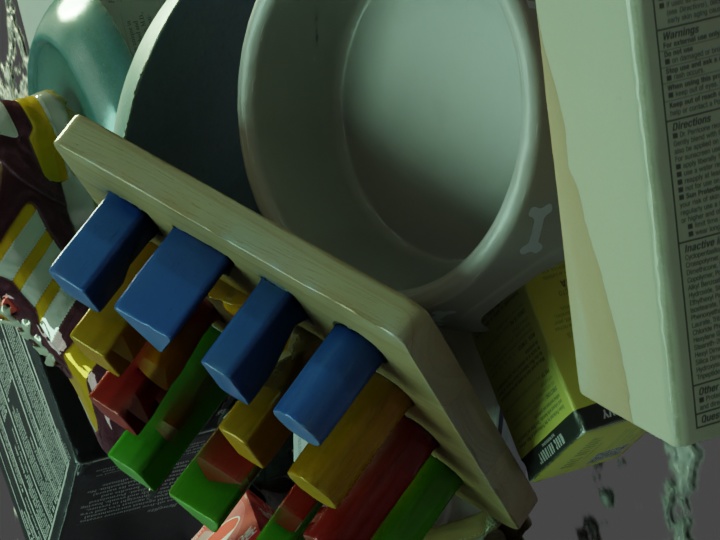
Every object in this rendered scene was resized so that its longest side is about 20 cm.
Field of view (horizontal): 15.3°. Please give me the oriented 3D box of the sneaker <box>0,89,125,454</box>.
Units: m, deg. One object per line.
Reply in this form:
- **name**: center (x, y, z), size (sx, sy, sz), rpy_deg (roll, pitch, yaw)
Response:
- **sneaker**: center (-0.168, 0.011, 1.368), size (0.075, 0.090, 0.201), rpy_deg (127, 125, -67)

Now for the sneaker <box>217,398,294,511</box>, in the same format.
- **sneaker**: center (-0.034, 0.080, 1.466), size (0.201, 0.087, 0.076), rpy_deg (97, 150, -44)

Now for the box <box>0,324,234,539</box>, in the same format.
- **box**: center (-0.175, 0.069, 1.767), size (0.199, 0.123, 0.201), rpy_deg (116, 137, -58)

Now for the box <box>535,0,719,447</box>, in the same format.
- **box**: center (0.125, -0.049, 0.976), size (0.078, 0.094, 0.201), rpy_deg (-151, 51, -62)

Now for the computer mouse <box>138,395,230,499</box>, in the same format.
- **computer mouse**: center (-0.068, 0.023, 1.443), size (0.046, 0.200, 0.141), rpy_deg (33, 121, 2)

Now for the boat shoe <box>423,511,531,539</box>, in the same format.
- **boat shoe**: center (0.058, 0.143, 1.259), size (0.199, 0.072, 0.077), rpy_deg (21, 103, 29)

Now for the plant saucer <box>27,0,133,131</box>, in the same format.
- **plant saucer**: center (-0.138, -0.050, 1.415), size (0.200, 0.027, 0.201), rpy_deg (164, 90, -71)

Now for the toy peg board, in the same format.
- **toy peg board**: center (-0.048, 0.056, 1.179), size (0.199, 0.098, 0.199), rpy_deg (29, 165, 29)

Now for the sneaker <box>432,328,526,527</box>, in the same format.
- **sneaker**: center (0.041, 0.058, 1.287), size (0.073, 0.070, 0.201), rpy_deg (44, 143, 53)

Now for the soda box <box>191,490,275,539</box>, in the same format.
- **soda box**: center (-0.050, 0.170, 1.381), size (0.070, 0.063, 0.200), rpy_deg (41, -179, -9)

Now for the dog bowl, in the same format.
- **dog bowl**: center (0.026, -0.071, 1.143), size (0.199, 0.058, 0.202), rpy_deg (5, 98, 43)

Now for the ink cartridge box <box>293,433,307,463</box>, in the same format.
- **ink cartridge box**: center (0.000, 0.000, 1.322), size (0.094, 0.044, 0.201), rpy_deg (-60, -24, -51)

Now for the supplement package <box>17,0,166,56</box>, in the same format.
- **supplement package**: center (-0.125, -0.176, 1.494), size (0.156, 0.110, 0.201), rpy_deg (174, 82, -69)

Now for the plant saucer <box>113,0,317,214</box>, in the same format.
- **plant saucer**: center (-0.067, -0.079, 1.297), size (0.039, 0.201, 0.202), rpy_deg (23, 131, 29)

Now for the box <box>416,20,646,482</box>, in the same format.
- **box**: center (0.071, -0.013, 1.195), size (0.201, 0.050, 0.075), rpy_deg (68, 158, 16)
